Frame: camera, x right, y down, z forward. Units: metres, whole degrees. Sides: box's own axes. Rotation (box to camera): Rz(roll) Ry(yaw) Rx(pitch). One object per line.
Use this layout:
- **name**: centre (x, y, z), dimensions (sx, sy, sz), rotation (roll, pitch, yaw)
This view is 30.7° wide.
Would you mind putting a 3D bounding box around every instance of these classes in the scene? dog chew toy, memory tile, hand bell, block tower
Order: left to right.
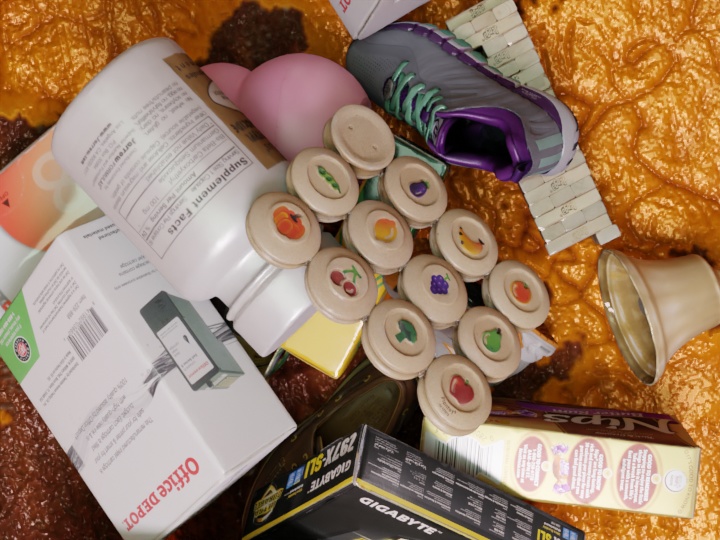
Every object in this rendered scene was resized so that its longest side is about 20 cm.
- **dog chew toy**: centre (-0.092, -0.100, 0.978), dimensions (0.197, 0.124, 0.127), rotation (4, 95, 12)
- **memory tile**: centre (0.030, -0.005, 0.844), dimensions (0.200, 0.154, 0.017), rotation (43, 139, -4)
- **block tower**: centre (0.128, -0.107, 0.987), dimensions (0.057, 0.054, 0.202), rotation (-26, 91, 8)
- **hand bell**: centre (0.288, 0.004, 0.975), dimensions (0.197, 0.104, 0.106), rotation (-18, 93, -5)

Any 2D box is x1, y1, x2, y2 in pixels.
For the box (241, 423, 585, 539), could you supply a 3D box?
- **box**: centre (0.036, 0.193, 0.943), dimensions (0.198, 0.159, 0.050), rotation (29, 53, -22)

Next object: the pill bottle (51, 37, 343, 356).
- **pill bottle**: centre (-0.100, -0.046, 0.872), dimensions (0.114, 0.114, 0.200), rotation (-44, 86, 7)

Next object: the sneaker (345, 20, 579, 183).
- **sneaker**: centre (0.055, -0.122, 0.931), dimensions (0.198, 0.087, 0.075), rotation (27, 121, 29)

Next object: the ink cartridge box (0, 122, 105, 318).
- **ink cartridge box**: centre (-0.226, 0.008, 1.032), dimensions (0.162, 0.050, 0.201), rotation (-38, 87, 8)

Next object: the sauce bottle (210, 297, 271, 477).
- **sauce bottle**: centre (-0.100, 0.057, 1.012), dimensions (0.065, 0.066, 0.204), rotation (6, 97, 5)

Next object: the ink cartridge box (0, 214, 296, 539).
- **ink cartridge box**: centre (-0.159, 0.080, 0.938), dimensions (0.201, 0.084, 0.146), rotation (54, 132, 7)

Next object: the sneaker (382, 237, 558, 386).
- **sneaker**: centre (0.066, 0.048, 0.946), dimensions (0.092, 0.199, 0.076), rotation (-43, 53, 15)

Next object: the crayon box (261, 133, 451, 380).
- **crayon box**: centre (0.000, 0.000, 0.971), dimensions (0.051, 0.126, 0.202), rotation (28, 97, 2)

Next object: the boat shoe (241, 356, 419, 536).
- **boat shoe**: centre (-0.027, 0.146, 1.014), dimensions (0.072, 0.068, 0.201), rotation (40, 97, 1)

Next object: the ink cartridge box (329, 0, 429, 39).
- **ink cartridge box**: centre (-0.007, -0.288, 0.922), dimensions (0.084, 0.145, 0.202), rotation (-30, 85, -23)

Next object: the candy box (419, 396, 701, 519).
- **candy box**: centre (0.143, 0.134, 0.973), dimensions (0.196, 0.117, 0.057), rotation (4, 95, 6)
